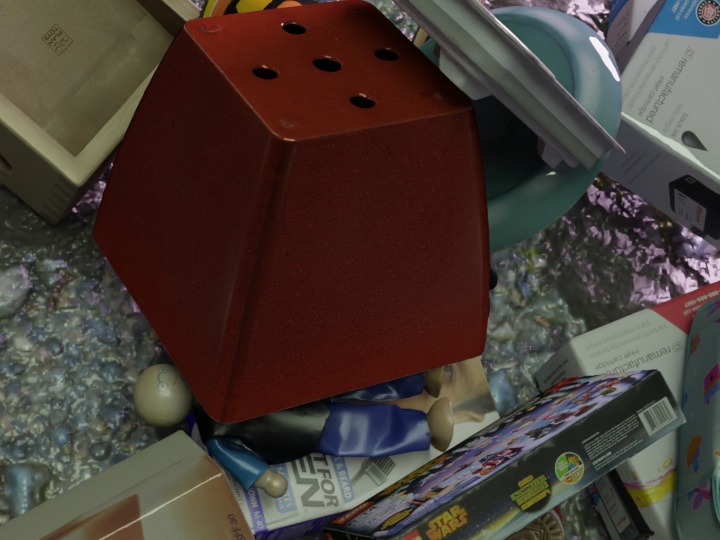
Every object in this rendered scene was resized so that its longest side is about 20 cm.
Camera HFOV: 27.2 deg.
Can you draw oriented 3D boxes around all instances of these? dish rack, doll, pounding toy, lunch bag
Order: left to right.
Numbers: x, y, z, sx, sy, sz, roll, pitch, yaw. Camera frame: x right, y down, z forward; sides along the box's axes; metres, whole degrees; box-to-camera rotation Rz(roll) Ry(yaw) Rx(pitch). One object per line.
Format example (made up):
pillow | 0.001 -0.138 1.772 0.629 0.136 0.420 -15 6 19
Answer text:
pounding toy | -0.229 -0.167 1.044 0.200 0.142 0.184 40 66 -7
doll | -0.045 0.079 0.951 0.199 0.049 0.137 -1 60 -10
dish rack | 0.070 -0.135 0.913 0.044 0.200 0.172 -48 57 9
lunch bag | 0.294 0.105 0.975 0.160 0.077 0.201 16 64 -9

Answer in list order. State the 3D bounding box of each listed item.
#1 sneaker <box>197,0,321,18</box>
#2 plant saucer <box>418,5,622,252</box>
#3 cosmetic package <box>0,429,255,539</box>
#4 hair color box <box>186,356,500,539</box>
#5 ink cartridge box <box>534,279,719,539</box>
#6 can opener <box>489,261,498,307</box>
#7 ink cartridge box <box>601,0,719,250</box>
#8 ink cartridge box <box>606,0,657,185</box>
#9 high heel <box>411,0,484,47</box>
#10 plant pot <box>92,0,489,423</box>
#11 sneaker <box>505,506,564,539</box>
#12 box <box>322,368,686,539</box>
sneaker | -0.023 -0.151 1.048 0.090 0.200 0.070 22 100 34
plant saucer | 0.084 -0.105 1.037 0.199 0.027 0.201 -16 56 25
cosmetic package | -0.160 0.191 0.862 0.200 0.087 0.104 -29 111 -16
hair color box | -0.009 0.112 1.006 0.199 0.065 0.110 -12 71 -18
ink cartridge box | 0.235 0.124 1.043 0.147 0.086 0.201 -20 73 -20
can opener | 0.000 0.000 1.062 0.199 0.079 0.064 12 105 -4
ink cartridge box | 0.274 -0.101 1.067 0.200 0.084 0.145 34 68 -1
ink cartridge box | 0.248 -0.133 1.155 0.116 0.068 0.201 14 68 -7
high heel | 0.049 -0.226 1.148 0.142 0.071 0.200 -27 82 -22
plant pot | -0.033 -0.055 0.922 0.199 0.177 0.200 -12 44 -30
sneaker | 0.049 0.208 0.985 0.200 0.112 0.071 -30 86 10
box | 0.084 0.126 0.914 0.200 0.137 0.040 -29 92 -19
